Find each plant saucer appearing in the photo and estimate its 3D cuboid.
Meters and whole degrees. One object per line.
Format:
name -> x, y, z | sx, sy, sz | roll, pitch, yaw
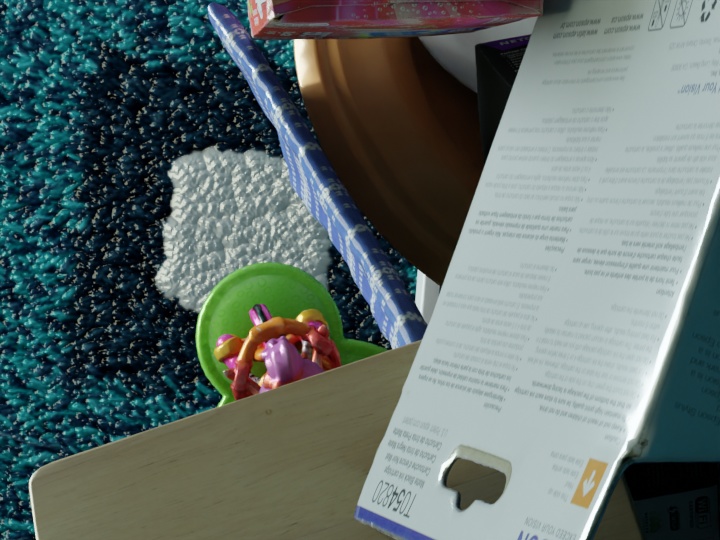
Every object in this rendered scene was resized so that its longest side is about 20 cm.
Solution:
plant saucer -> 0.059, -0.073, 1.151 | 0.037, 0.200, 0.201 | -37, 33, 40

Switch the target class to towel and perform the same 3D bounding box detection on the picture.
towel -> 0.000, 0.000, 1.053 | 0.201, 0.024, 0.145 | 59, 179, 31

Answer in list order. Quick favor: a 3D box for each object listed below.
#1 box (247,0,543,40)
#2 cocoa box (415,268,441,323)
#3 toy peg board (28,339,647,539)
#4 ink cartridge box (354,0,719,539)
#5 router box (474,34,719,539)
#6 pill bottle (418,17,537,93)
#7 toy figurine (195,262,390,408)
box -> 0.007, -0.135, 0.940 | 0.200, 0.095, 0.100 | -142, 51, -85
cocoa box -> 0.101, -0.032, 1.414 | 0.131, 0.132, 0.201 | -62, -23, -82
toy peg board -> 0.007, 0.140, 0.883 | 0.098, 0.199, 0.200 | 69, -176, -47
ink cartridge box -> 0.075, 0.000, 0.787 | 0.201, 0.040, 0.199 | -69, 16, -3
router box -> 0.090, 0.025, 0.998 | 0.149, 0.051, 0.201 | -118, 20, -64
pill bottle -> 0.103, -0.168, 1.132 | 0.112, 0.111, 0.200 | 94, -158, -44
toy figurine -> -0.021, 0.083, 1.371 | 0.184, 0.149, 0.201 | 125, 121, -85
